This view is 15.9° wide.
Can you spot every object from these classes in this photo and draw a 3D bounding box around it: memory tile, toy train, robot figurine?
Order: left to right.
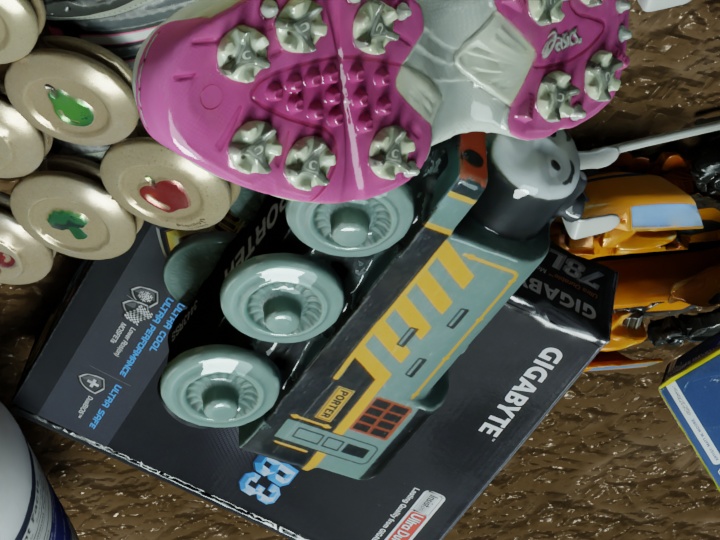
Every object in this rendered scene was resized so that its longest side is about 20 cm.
[{"bbox_3d":[-0.156,-0.045,0.954,0.199,0.017,0.153,-17,133,40],"label":"memory tile"},{"bbox_3d":[0.000,0.000,0.973,0.114,0.085,0.200,18,133,-22],"label":"toy train"},{"bbox_3d":[0.135,-0.004,1.137,0.199,0.058,0.145,-4,141,-10],"label":"robot figurine"}]

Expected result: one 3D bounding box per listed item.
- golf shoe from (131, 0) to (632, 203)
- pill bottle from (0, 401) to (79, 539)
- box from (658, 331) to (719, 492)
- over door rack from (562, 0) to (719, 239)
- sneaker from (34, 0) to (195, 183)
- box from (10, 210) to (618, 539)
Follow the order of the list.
[{"bbox_3d":[-0.003,-0.070,0.837,0.199,0.091,0.076,-11,112,-41],"label":"golf shoe"},{"bbox_3d":[-0.194,0.111,1.142,0.115,0.116,0.200,-12,151,1],"label":"pill bottle"},{"bbox_3d":[0.226,0.022,1.079,0.200,0.070,0.064,-32,180,11],"label":"box"},{"bbox_3d":[0.159,-0.110,0.970,0.199,0.067,0.148,-23,150,-21],"label":"over door rack"},{"bbox_3d":[-0.090,-0.098,0.930,0.087,0.074,0.200,23,141,-21],"label":"sneaker"},{"bbox_3d":[-0.024,0.032,1.094,0.198,0.050,0.200,27,135,-10],"label":"box"}]
